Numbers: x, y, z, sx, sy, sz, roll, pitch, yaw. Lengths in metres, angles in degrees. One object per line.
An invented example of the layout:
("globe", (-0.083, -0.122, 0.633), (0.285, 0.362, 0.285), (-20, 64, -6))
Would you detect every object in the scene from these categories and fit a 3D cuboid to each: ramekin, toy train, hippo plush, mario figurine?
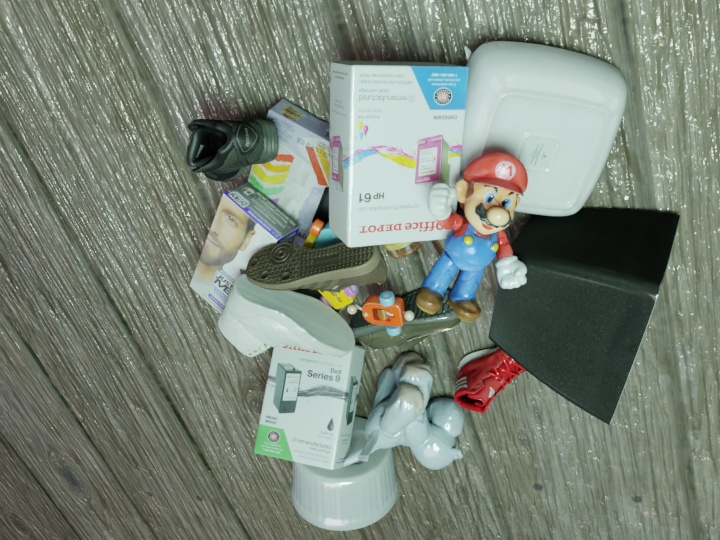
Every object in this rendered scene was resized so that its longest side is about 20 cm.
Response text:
("ramekin", (-0.030, 0.351, 1.099), (0.198, 0.201, 0.099), (7, 117, 18))
("toy train", (0.000, 0.000, 0.891), (0.148, 0.056, 0.202), (0, 126, 26))
("hippo plush", (0.101, 0.249, 0.993), (0.160, 0.202, 0.159), (31, 149, -9))
("mario figurine", (0.129, -0.032, 0.684), (0.106, 0.122, 0.202), (37, 122, 34))

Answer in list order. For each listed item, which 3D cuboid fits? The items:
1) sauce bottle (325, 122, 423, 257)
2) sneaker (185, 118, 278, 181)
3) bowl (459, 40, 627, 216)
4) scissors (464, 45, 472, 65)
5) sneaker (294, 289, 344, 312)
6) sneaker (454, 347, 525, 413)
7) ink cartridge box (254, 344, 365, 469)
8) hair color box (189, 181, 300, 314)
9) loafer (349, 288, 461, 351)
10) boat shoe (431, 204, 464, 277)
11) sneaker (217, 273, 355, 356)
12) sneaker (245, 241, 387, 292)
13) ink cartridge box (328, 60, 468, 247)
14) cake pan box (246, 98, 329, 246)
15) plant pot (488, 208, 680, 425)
("sauce bottle", (0.019, -0.109, 0.806), (0.065, 0.066, 0.201), (-17, 122, 30))
("sneaker", (-0.206, -0.169, 0.863), (0.198, 0.113, 0.078), (1, 94, 56))
("bowl", (0.205, -0.154, 0.728), (0.197, 0.075, 0.202), (9, 124, -3))
("scissors", (0.157, -0.177, 0.766), (0.073, 0.014, 0.200), (-32, 121, 20))
("sneaker", (-0.116, 0.022, 0.994), (0.198, 0.081, 0.075), (25, 126, 6))
("sneaker", (0.222, 0.154, 0.916), (0.078, 0.116, 0.200), (43, 126, -8))
("ink cartridge box", (-0.083, 0.214, 1.030), (0.144, 0.084, 0.203), (6, 79, 17))
("hair color box", (-0.181, -0.020, 0.936), (0.109, 0.065, 0.201), (39, 127, 10))
("loafer", (0.078, 0.081, 0.967), (0.198, 0.076, 0.070), (-12, 127, 33))
("boat shoe", (0.119, -0.070, 0.849), (0.064, 0.072, 0.201), (-31, 110, 0))
("sneaker", (-0.114, 0.091, 0.919), (0.198, 0.074, 0.116), (28, 130, -11))
("sneaker", (-0.059, 0.007, 0.832), (0.197, 0.071, 0.076), (-4, 146, 22))
("ink cartridge box", (0.041, -0.136, 0.720), (0.142, 0.085, 0.203), (-6, 113, -19))
("cake pan box", (-0.066, -0.120, 0.905), (0.198, 0.052, 0.185), (30, 129, 1))
("plant pot", (0.274, 0.031, 0.781), (0.175, 0.199, 0.202), (20, 127, 22))
